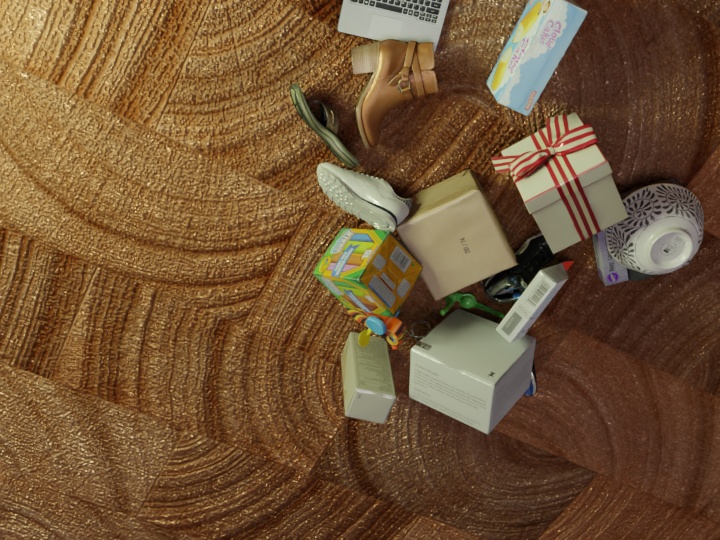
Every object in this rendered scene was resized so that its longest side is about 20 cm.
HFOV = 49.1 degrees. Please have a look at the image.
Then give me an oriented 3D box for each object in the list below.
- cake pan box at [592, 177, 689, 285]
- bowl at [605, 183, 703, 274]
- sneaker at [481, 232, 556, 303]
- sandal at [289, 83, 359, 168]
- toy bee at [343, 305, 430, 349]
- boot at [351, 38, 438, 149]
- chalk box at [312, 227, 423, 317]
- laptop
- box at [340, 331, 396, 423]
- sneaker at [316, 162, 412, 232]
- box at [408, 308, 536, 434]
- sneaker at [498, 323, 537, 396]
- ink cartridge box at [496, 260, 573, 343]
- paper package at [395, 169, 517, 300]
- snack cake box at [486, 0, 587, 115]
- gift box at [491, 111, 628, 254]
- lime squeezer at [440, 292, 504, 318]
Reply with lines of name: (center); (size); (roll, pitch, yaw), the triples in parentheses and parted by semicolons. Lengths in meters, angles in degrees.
cake pan box: (0.578, -0.074, 1.636); (0.183, 0.052, 0.201); (-13, 120, 8)
bowl: (0.599, -0.062, 1.562); (0.199, 0.094, 0.202); (-1, 121, -2)
sneaker: (0.348, 0.003, 1.634); (0.200, 0.112, 0.073); (-35, 117, 17)
sandal: (-0.063, -0.277, 1.478); (0.057, 0.080, 0.201); (-43, 121, 2)
toy bee: (0.049, 0.124, 1.676); (0.131, 0.200, 0.109); (-30, 144, -17)
boot: (0.067, -0.321, 1.447); (0.154, 0.074, 0.201); (-4, 120, 2)
chalk box: (0.000, 0.000, 1.580); (0.125, 0.199, 0.124); (45, 67, -31)
laptop: (0.071, -0.471, 1.338); (0.186, 0.116, 0.201); (11, 120, -8)
box: (0.014, 0.228, 1.699); (0.094, 0.200, 0.078); (15, 119, -11)
sneaker: (0.005, -0.154, 1.536); (0.200, 0.081, 0.076); (36, 157, 9)
box: (0.234, 0.205, 1.655); (0.198, 0.200, 0.131); (22, 127, 30)
sneaker: (0.337, 0.204, 1.782); (0.089, 0.079, 0.201); (-23, 111, 19)
ink cartridge box: (0.378, 0.062, 1.633); (0.047, 0.200, 0.161); (43, 117, 23)
paper package: (0.188, -0.070, 1.589); (0.190, 0.104, 0.201); (-25, 119, 11)
snack cake box: (0.307, -0.392, 1.396); (0.067, 0.115, 0.201); (20, 117, -14)
gift box: (0.371, -0.177, 1.494); (0.184, 0.201, 0.187); (-30, 133, 10)
lime squeezer: (0.229, 0.072, 1.699); (0.199, 0.071, 0.038); (6, 107, -41)
